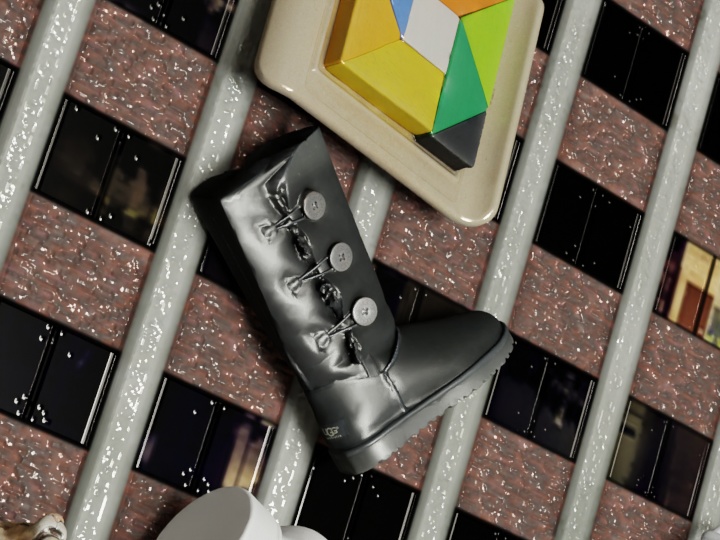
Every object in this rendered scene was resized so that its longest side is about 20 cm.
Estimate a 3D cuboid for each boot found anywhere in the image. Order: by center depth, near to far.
[{"bbox_3d":[0.000,0.000,1.492,0.165,0.066,0.200,-39,105,-41],"label":"boot"}]

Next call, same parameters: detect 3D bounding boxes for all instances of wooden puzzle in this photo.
[{"bbox_3d":[0.034,-0.150,1.514,0.200,0.037,0.185,32,60,-33],"label":"wooden puzzle"}]

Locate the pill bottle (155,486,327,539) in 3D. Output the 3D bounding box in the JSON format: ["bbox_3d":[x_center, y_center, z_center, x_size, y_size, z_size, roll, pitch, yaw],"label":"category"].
[{"bbox_3d":[-0.037,0.222,1.420,0.200,0.111,0.111,49,61,-27],"label":"pill bottle"}]

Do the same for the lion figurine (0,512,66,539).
[{"bbox_3d":[-0.146,0.228,1.341,0.072,0.122,0.200,-36,122,-6],"label":"lion figurine"}]

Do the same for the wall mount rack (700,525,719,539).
[{"bbox_3d":[0.236,0.282,1.669,0.200,0.074,0.174,-47,142,-29],"label":"wall mount rack"}]
